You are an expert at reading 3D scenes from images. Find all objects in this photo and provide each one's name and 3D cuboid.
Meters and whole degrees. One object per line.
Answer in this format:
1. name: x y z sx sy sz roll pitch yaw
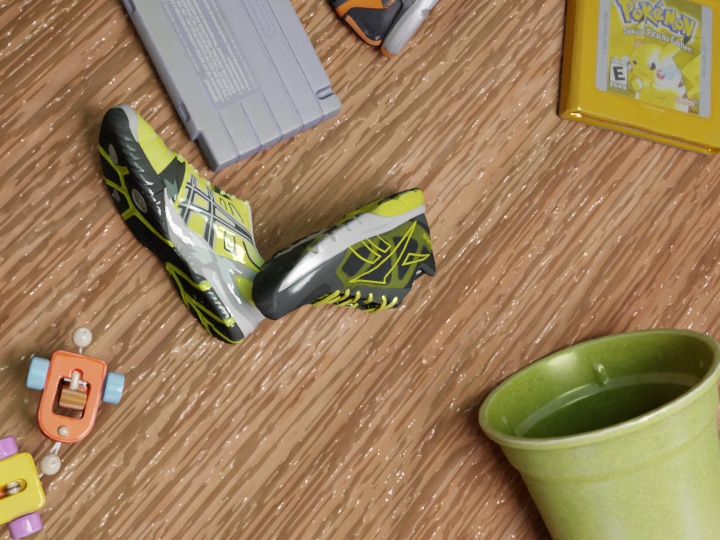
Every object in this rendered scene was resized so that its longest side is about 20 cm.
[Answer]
1. game cartridge: -0.114 -0.196 0.821 0.128 0.038 0.203 -27 90 -17
2. sneaker: -0.132 -0.043 0.775 0.076 0.075 0.202 -38 104 -27
3. plant pot: 0.217 0.173 0.802 0.198 0.200 0.187 -24 100 -20
4. sneaker: 0.000 0.000 0.782 0.199 0.074 0.086 -31 99 -42
5. sneaker: 0.042 -0.289 0.830 0.111 0.078 0.201 37 105 -4
6. game cartridge: 0.279 -0.226 0.958 0.173 0.032 0.204 10 79 -17
7. toy train: -0.276 0.109 0.708 0.197 0.056 0.153 10 77 -20
